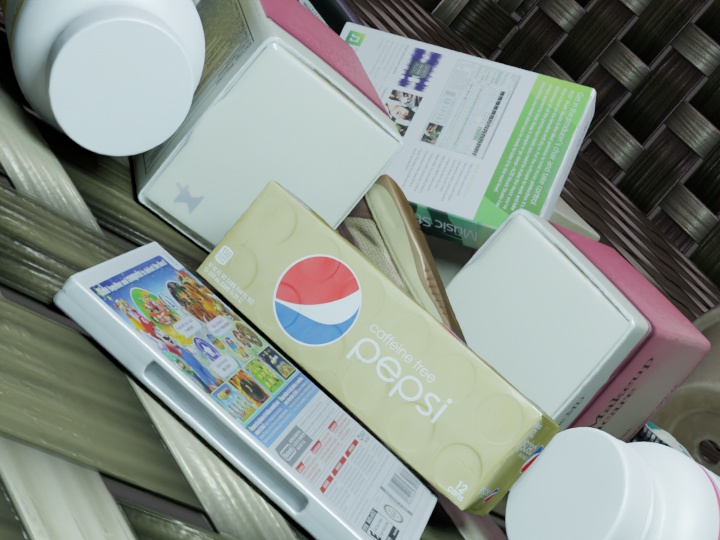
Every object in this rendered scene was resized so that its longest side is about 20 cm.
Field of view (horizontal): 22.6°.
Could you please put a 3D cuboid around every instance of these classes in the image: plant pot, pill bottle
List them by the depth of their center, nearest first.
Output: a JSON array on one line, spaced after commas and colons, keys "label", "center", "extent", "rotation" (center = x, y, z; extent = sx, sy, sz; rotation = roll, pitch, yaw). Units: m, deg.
[{"label": "pill bottle", "center": [0.174, 0.163, 1.010], "extent": [0.200, 0.109, 0.109], "rotation": [32, 14, -36]}, {"label": "pill bottle", "center": [-0.152, -0.142, 1.067], "extent": [0.112, 0.112, 0.200], "rotation": [35, 13, -27]}, {"label": "plant pot", "center": [0.315, 0.126, 1.479], "extent": [0.200, 0.201, 0.174], "rotation": [45, 29, 19]}]

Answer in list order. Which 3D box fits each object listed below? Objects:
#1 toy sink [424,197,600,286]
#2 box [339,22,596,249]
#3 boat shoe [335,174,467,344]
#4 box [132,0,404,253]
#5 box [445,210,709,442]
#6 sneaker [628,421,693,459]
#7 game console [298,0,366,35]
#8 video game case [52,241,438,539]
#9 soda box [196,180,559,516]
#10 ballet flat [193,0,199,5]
[{"label": "toy sink", "center": [0.063, -0.050, 1.389], "extent": [0.200, 0.131, 0.112], "rotation": [46, 13, 29]}, {"label": "box", "center": [0.054, -0.094, 1.300], "extent": [0.199, 0.145, 0.036], "rotation": [17, -32, 16]}, {"label": "boat shoe", "center": [0.022, 0.041, 1.079], "extent": [0.072, 0.072, 0.201], "rotation": [50, 19, -67]}, {"label": "box", "center": [-0.066, -0.096, 1.137], "extent": [0.109, 0.128, 0.200], "rotation": [36, 13, -22]}, {"label": "box", "center": [0.131, 0.053, 1.192], "extent": [0.109, 0.128, 0.200], "rotation": [46, 13, 22]}, {"label": "sneaker", "center": [0.227, 0.165, 1.269], "extent": [0.093, 0.071, 0.200], "rotation": [30, 12, -20]}, {"label": "game console", "center": [-0.034, -0.188, 1.570], "extent": [0.116, 0.176, 0.200], "rotation": [-26, 74, -47]}, {"label": "video game case", "center": [-0.049, 0.065, 0.872], "extent": [0.200, 0.018, 0.143], "rotation": [42, 12, 2]}, {"label": "soda box", "center": [0.009, 0.043, 0.975], "extent": [0.200, 0.068, 0.064], "rotation": [41, 1, 18]}, {"label": "ballet flat", "center": [-0.131, -0.197, 1.284], "extent": [0.075, 0.064, 0.200], "rotation": [32, -18, 28]}]
